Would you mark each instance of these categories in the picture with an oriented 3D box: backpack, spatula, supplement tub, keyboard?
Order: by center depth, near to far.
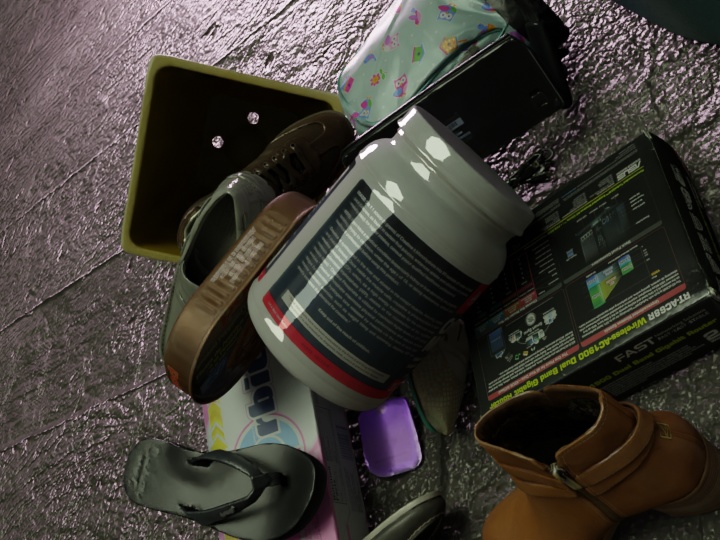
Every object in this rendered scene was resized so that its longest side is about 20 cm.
[{"bbox_3d":[0.021,-0.007,0.735,0.200,0.140,0.141,-49,38,14],"label":"supplement tub"},{"bbox_3d":[0.132,-0.211,0.783,0.056,0.201,0.021,14,59,48],"label":"spatula"},{"bbox_3d":[0.089,-0.104,0.839,0.199,0.128,0.021,-30,17,29],"label":"keyboard"},{"bbox_3d":[0.022,0.090,0.882,0.056,0.021,0.202,-24,48,25],"label":"spatula"},{"bbox_3d":[0.077,-0.190,0.898,0.200,0.126,0.168,-47,38,14],"label":"backpack"}]

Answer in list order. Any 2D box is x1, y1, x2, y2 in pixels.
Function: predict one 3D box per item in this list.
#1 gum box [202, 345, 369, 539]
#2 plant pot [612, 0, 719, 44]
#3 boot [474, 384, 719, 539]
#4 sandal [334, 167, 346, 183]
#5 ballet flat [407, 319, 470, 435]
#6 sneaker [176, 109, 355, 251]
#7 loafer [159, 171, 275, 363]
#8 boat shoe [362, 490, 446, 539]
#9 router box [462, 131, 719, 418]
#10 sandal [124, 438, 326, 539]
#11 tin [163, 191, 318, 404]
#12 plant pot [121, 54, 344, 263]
[{"bbox_3d":[-0.067,0.171,0.847,0.112,0.066,0.203,-22,65,21],"label":"gum box"},{"bbox_3d":[0.255,-0.281,0.696,0.196,0.195,0.201,-50,46,16],"label":"plant pot"},{"bbox_3d":[0.121,0.137,0.618,0.199,0.154,0.078,-25,50,40],"label":"boot"},{"bbox_3d":[-0.005,-0.087,0.986,0.077,0.069,0.214,33,95,54],"label":"sandal"},{"bbox_3d":[0.064,0.043,0.827,0.062,0.067,0.202,-29,47,19],"label":"ballet flat"},{"bbox_3d":[-0.086,-0.072,0.903,0.199,0.071,0.076,-37,13,8],"label":"sneaker"},{"bbox_3d":[-0.136,0.007,0.846,0.069,0.070,0.202,27,110,13],"label":"loafer"},{"bbox_3d":[0.010,0.251,0.771,0.200,0.066,0.057,-48,64,26],"label":"boat shoe"},{"bbox_3d":[0.168,0.017,0.714,0.199,0.062,0.152,-36,43,32],"label":"router box"},{"bbox_3d":[-0.120,0.180,0.798,0.197,0.043,0.077,-3,72,27],"label":"sandal"},{"bbox_3d":[-0.092,0.020,0.812,0.042,0.112,0.201,31,65,14],"label":"tin"},{"bbox_3d":[-0.129,-0.119,1.032,0.200,0.191,0.199,-97,19,-74],"label":"plant pot"}]
